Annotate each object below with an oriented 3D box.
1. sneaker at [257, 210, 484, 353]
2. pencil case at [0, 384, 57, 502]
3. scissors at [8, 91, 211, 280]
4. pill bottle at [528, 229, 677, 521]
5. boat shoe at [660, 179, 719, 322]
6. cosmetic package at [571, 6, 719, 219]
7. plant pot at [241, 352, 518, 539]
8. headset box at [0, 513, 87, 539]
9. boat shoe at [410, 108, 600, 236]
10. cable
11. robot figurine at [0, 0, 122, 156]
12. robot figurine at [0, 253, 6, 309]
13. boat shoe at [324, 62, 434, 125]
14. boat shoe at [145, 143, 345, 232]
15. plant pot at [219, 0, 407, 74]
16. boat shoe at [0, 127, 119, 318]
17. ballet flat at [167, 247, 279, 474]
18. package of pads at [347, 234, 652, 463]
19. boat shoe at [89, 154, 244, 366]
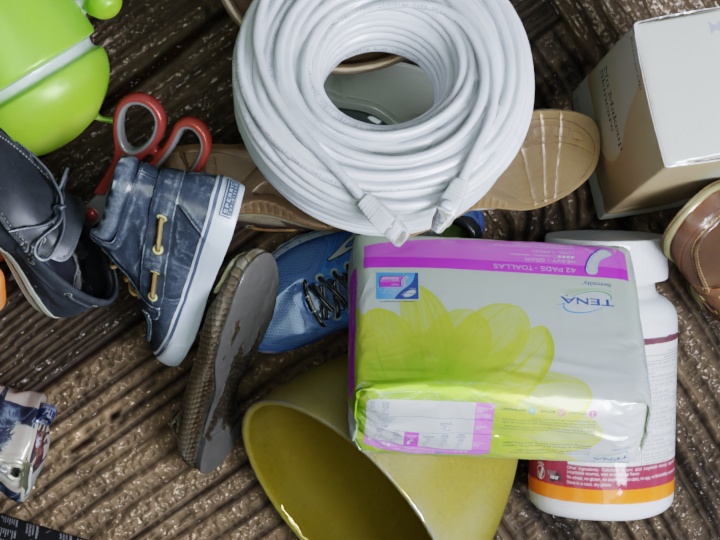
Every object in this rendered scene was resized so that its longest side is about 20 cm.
[{"bbox_3d":[0.000,0.000,1.415,0.199,0.089,0.079,-28,99,-2],"label":"sneaker"},{"bbox_3d":[-0.318,0.104,1.383,0.198,0.089,0.079,15,95,-9],"label":"pencil case"},{"bbox_3d":[-0.176,-0.042,1.376,0.073,0.014,0.200,36,118,-5],"label":"scissors"},{"bbox_3d":[0.178,0.074,1.438,0.108,0.110,0.202,-1,97,-8],"label":"pill bottle"},{"bbox_3d":[0.267,-0.005,1.398,0.072,0.200,0.068,-42,63,1],"label":"boat shoe"},{"bbox_3d":[0.209,-0.105,1.367,0.070,0.200,0.106,-10,81,-7],"label":"cosmetic package"},{"bbox_3d":[0.035,0.128,1.399,0.142,0.200,0.201,-41,101,-27],"label":"plant pot"},{"bbox_3d":[-0.203,0.242,1.385,0.198,0.149,0.078,20,94,-10],"label":"headset box"},{"bbox_3d":[0.075,-0.076,1.368,0.199,0.069,0.074,-14,113,-29],"label":"boat shoe"},{"bbox_3d":[0.016,-0.122,1.283,0.199,0.069,0.200,36,69,12],"label":"cable"},{"bbox_3d":[-0.250,-0.166,1.347,0.175,0.116,0.201,-31,100,3],"label":"robot figurine"},{"bbox_3d":[-0.343,-0.011,1.351,0.198,0.117,0.145,5,111,-8],"label":"robot figurine"},{"bbox_3d":[0.004,-0.112,1.428,0.198,0.073,0.062,15,138,-16],"label":"boat shoe"},{"bbox_3d":[-0.057,-0.060,1.409,0.198,0.072,0.073,-3,87,-1],"label":"boat shoe"},{"bbox_3d":[-0.017,-0.240,1.383,0.199,0.093,0.203,-1,97,-9],"label":"plant pot"},{"bbox_3d":[-0.218,-0.036,1.317,0.062,0.201,0.075,2,55,21],"label":"boat shoe"},{"bbox_3d":[-0.102,0.061,1.393,0.046,0.067,0.201,35,132,23],"label":"ballet flat"},{"bbox_3d":[0.090,0.052,1.303,0.198,0.155,0.069,2,135,-2],"label":"package of pads"},{"bbox_3d":[-0.143,-0.010,1.359,0.090,0.201,0.071,18,53,-5],"label":"boat shoe"}]
